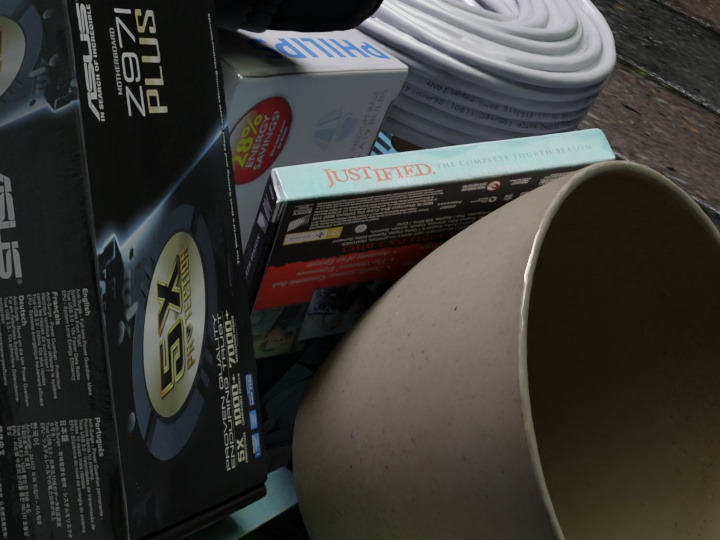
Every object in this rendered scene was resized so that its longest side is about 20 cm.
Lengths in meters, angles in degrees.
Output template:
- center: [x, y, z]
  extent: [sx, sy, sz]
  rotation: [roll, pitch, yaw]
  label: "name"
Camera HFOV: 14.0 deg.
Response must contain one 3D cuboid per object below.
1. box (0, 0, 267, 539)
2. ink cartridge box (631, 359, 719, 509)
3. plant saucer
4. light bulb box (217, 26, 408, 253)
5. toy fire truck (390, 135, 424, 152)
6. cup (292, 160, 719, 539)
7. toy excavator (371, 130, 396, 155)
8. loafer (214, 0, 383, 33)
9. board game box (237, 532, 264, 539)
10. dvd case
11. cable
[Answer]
- center: [-0.104, -0.004, 1.026]
  extent: [0.086, 0.200, 0.164]
  rotation: [-6, 1, 15]
  label: "box"
- center: [0.157, 0.118, 1.237]
  extent: [0.200, 0.146, 0.084]
  rotation: [34, 19, 28]
  label: "ink cartridge box"
- center: [-0.083, 0.111, 1.089]
  extent: [0.019, 0.070, 0.200]
  rotation: [63, 23, 1]
  label: "plant saucer"
- center: [-0.117, -0.050, 1.280]
  extent: [0.200, 0.198, 0.125]
  rotation: [36, 24, 29]
  label: "light bulb box"
- center: [0.103, 0.001, 1.409]
  extent: [0.129, 0.200, 0.176]
  rotation: [-12, 18, 9]
  label: "toy fire truck"
- center: [0.060, 0.070, 1.136]
  extent: [0.143, 0.200, 0.200]
  rotation: [-14, -5, 35]
  label: "cup"
- center: [0.000, 0.000, 1.385]
  extent: [0.200, 0.100, 0.194]
  rotation: [47, 24, -4]
  label: "toy excavator"
- center: [-0.087, -0.135, 1.150]
  extent: [0.200, 0.072, 0.063]
  rotation: [22, 28, 1]
  label: "loafer"
- center: [-0.027, 0.171, 1.040]
  extent: [0.153, 0.040, 0.200]
  rotation: [30, 20, 16]
  label: "board game box"
- center: [0.010, 0.020, 1.200]
  extent: [0.146, 0.200, 0.022]
  rotation: [-8, 53, -22]
  label: "dvd case"
- center: [0.021, -0.121, 1.370]
  extent: [0.200, 0.069, 0.200]
  rotation: [21, 24, -16]
  label: "cable"
